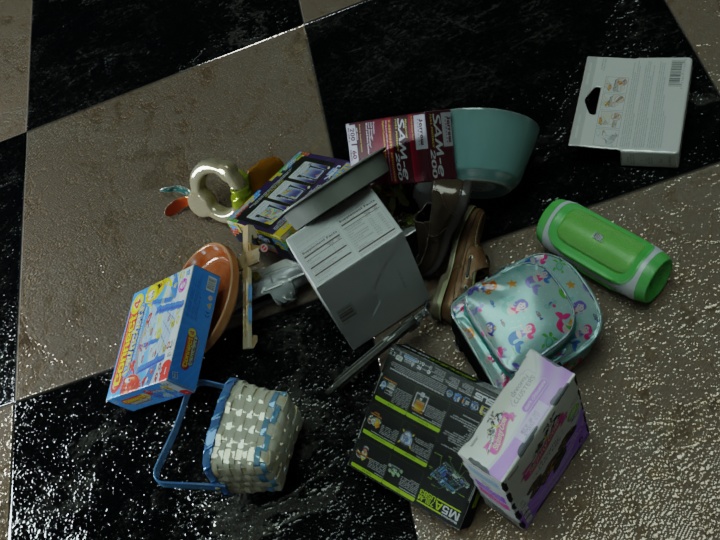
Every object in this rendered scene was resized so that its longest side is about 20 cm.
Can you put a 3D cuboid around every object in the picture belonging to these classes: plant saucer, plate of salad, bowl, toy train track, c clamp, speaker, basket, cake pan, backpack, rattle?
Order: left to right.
[{"bbox_3d":[-0.264,0.052,1.528,0.199,0.032,0.203,-26,53,40],"label":"plant saucer"},{"bbox_3d":[-0.264,-0.164,1.690,0.199,0.130,0.144,-15,39,43],"label":"rattle"},{"bbox_3d":[-0.198,0.252,1.356,0.197,0.140,0.178,7,56,17],"label":"basket"},{"bbox_3d":[-0.175,0.027,1.482,0.114,0.032,0.203,-17,71,60],"label":"toy train track"},{"bbox_3d":[-0.036,-0.123,1.400,0.199,0.200,0.037,-33,93,-2],"label":"cake pan"},{"bbox_3d":[0.030,0.123,1.380,0.199,0.171,0.027,-40,87,6],"label":"c clamp"},{"bbox_3d":[0.042,-0.137,1.572,0.197,0.048,0.202,-9,57,14],"label":"plate of salad"},{"bbox_3d":[0.190,-0.182,1.475,0.198,0.201,0.107,1,79,20],"label":"bowl"},{"bbox_3d":[0.245,0.074,1.309,0.198,0.151,0.179,-26,67,-8],"label":"backpack"},{"bbox_3d":[0.365,-0.032,1.366,0.199,0.089,0.089,35,75,33],"label":"speaker"}]

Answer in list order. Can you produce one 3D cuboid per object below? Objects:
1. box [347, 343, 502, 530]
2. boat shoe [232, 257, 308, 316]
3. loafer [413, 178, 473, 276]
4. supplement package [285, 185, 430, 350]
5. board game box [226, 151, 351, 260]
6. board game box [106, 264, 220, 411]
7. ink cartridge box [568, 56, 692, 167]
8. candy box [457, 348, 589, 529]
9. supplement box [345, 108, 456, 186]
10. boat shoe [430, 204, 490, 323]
[{"bbox_3d":[0.099,0.230,1.277,0.198,0.047,0.196,22,98,30],"label":"box"},{"bbox_3d":[-0.140,0.028,1.526,0.197,0.072,0.069,-15,70,7],"label":"boat shoe"},{"bbox_3d":[0.117,-0.074,1.421,0.070,0.201,0.073,21,44,1],"label":"loafer"},{"bbox_3d":[0.000,0.000,1.406,0.155,0.201,0.111,-32,54,-3],"label":"supplement package"},{"bbox_3d":[-0.109,-0.116,1.565,0.164,0.057,0.200,19,57,45],"label":"board game box"},{"bbox_3d":[-0.324,0.113,1.484,0.195,0.056,0.202,-21,51,43],"label":"board game box"},{"bbox_3d":[0.451,-0.268,1.506,0.174,0.045,0.202,7,61,23],"label":"ink cartridge box"},{"bbox_3d":[0.219,0.226,1.186,0.071,0.201,0.168,29,73,32],"label":"candy box"},{"bbox_3d":[0.063,-0.194,1.457,0.060,0.111,0.199,-13,9,-38],"label":"supplement box"},{"bbox_3d":[0.174,-0.006,1.434,0.067,0.072,0.202,13,73,21],"label":"boat shoe"}]
